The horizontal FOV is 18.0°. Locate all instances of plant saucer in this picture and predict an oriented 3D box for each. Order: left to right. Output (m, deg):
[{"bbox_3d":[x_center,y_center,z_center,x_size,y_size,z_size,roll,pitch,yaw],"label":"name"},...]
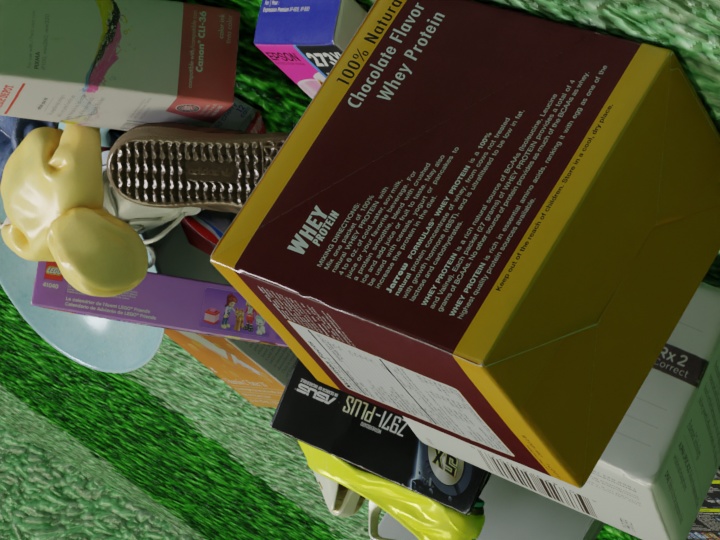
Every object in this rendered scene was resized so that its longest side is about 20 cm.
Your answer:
[{"bbox_3d":[-0.221,-0.014,1.816,0.200,0.039,0.202,24,132,29],"label":"plant saucer"}]

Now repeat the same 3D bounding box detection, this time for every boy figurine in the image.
[{"bbox_3d":[-0.209,-0.061,1.571,0.064,0.125,0.200,5,-144,-45],"label":"boy figurine"}]

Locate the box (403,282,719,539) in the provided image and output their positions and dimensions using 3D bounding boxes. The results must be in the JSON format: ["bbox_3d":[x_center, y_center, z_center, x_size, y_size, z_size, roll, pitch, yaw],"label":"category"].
[{"bbox_3d":[0.133,0.066,1.446,0.198,0.132,0.200,22,167,19],"label":"box"}]

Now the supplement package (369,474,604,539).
[{"bbox_3d":[0.105,0.227,1.914,0.155,0.201,0.111,30,164,12],"label":"supplement package"}]

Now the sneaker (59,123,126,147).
[{"bbox_3d":[-0.204,-0.117,1.735,0.082,0.074,0.200,38,165,-7],"label":"sneaker"}]

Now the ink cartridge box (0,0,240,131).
[{"bbox_3d":[-0.188,-0.139,1.483,0.198,0.068,0.116,6,170,-16],"label":"ink cartridge box"}]

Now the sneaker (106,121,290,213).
[{"bbox_3d":[-0.063,-0.067,1.492,0.198,0.071,0.076,12,-161,7],"label":"sneaker"}]

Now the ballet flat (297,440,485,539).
[{"bbox_3d":[0.010,0.173,1.795,0.199,0.068,0.067,27,-168,32],"label":"ballet flat"}]

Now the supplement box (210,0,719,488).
[{"bbox_3d":[0.066,-0.025,1.234,0.199,0.198,0.133,19,160,39],"label":"supplement box"}]

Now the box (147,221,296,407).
[{"bbox_3d":[-0.108,0.023,1.918,0.200,0.098,0.124,40,162,-22],"label":"box"}]

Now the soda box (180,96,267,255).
[{"bbox_3d":[-0.103,-0.068,1.697,0.070,0.064,0.200,30,164,17],"label":"soda box"}]

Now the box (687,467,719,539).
[{"bbox_3d":[0.254,0.151,1.683,0.160,0.044,0.200,38,164,-13],"label":"box"}]

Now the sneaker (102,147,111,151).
[{"bbox_3d":[-0.193,-0.068,1.836,0.077,0.085,0.200,38,164,-21],"label":"sneaker"}]

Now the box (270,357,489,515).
[{"bbox_3d":[0.033,0.104,1.742,0.163,0.087,0.200,23,-175,5],"label":"box"}]

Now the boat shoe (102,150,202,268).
[{"bbox_3d":[-0.170,-0.043,1.627,0.074,0.086,0.202,40,164,-20],"label":"boat shoe"}]

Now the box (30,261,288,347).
[{"bbox_3d":[-0.141,0.023,1.675,0.198,0.039,0.137,9,178,-6],"label":"box"}]

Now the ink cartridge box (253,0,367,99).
[{"bbox_3d":[0.002,-0.118,1.395,0.200,0.037,0.094,44,161,-28],"label":"ink cartridge box"}]
